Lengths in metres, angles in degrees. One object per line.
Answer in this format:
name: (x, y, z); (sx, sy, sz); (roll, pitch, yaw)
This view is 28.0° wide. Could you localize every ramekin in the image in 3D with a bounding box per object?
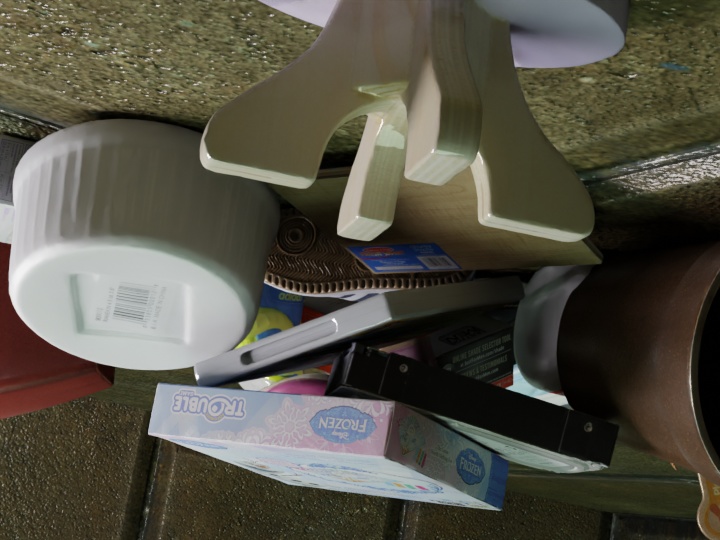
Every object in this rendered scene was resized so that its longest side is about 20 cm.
ramekin: (-0.160, -0.010, 1.054); (0.199, 0.098, 0.201); (2, 147, 1)

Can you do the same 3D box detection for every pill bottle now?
pill bottle: (0.237, 0.062, 1.193); (0.199, 0.115, 0.114); (15, 167, -25)

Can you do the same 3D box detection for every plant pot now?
plant pot: (-0.332, 0.042, 1.403); (0.175, 0.202, 0.200); (-1, 169, -3)
plant pot: (0.252, 0.062, 1.028); (0.199, 0.202, 0.198); (15, 174, -26)

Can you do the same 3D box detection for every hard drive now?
hard drive: (0.076, 0.105, 1.066); (0.199, 0.038, 0.140); (19, 169, -5)

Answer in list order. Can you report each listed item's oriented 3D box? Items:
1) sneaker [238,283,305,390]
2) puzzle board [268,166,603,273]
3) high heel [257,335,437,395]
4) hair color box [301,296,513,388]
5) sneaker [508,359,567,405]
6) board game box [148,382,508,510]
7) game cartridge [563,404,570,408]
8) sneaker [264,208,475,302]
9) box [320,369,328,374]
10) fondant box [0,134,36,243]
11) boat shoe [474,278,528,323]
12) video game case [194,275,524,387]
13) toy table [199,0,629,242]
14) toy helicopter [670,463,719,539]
sneaker: (-0.068, 0.050, 1.265); (0.075, 0.105, 0.200); (26, 156, 30)
puzzle board: (0.054, -0.040, 1.032); (0.199, 0.018, 0.151); (-2, 153, 35)
high heel: (-0.015, 0.126, 1.187); (0.199, 0.097, 0.067); (-18, 173, 16)
hair color box: (0.031, 0.062, 1.283); (0.101, 0.062, 0.199); (-18, -155, -38)
sneaker: (0.189, 0.071, 1.319); (0.199, 0.074, 0.082); (-25, 122, 22)
board game box: (-0.019, 0.131, 1.071); (0.199, 0.044, 0.199); (2, 164, 30)
game cartridge: (0.132, 0.132, 1.440); (0.041, 0.199, 0.134); (51, 169, 38)
sneaker: (0.000, 0.000, 1.200); (0.198, 0.071, 0.109); (5, 166, 10)
box: (0.033, 0.087, 1.477); (0.199, 0.049, 0.158); (11, -173, -40)
fondant box: (-0.209, -0.046, 1.185); (0.198, 0.059, 0.144); (12, 167, -15)
boat shoe: (0.102, 0.040, 1.325); (0.199, 0.061, 0.074); (-2, 166, 45)
video game case: (0.003, 0.045, 1.089); (0.181, 0.023, 0.199); (-21, 171, 32)
toy table: (0.022, -0.087, 0.666); (0.198, 0.118, 0.184); (9, 168, -1)
toy helicopter: (0.315, 0.156, 1.356); (0.131, 0.202, 0.079); (-11, 164, 12)
